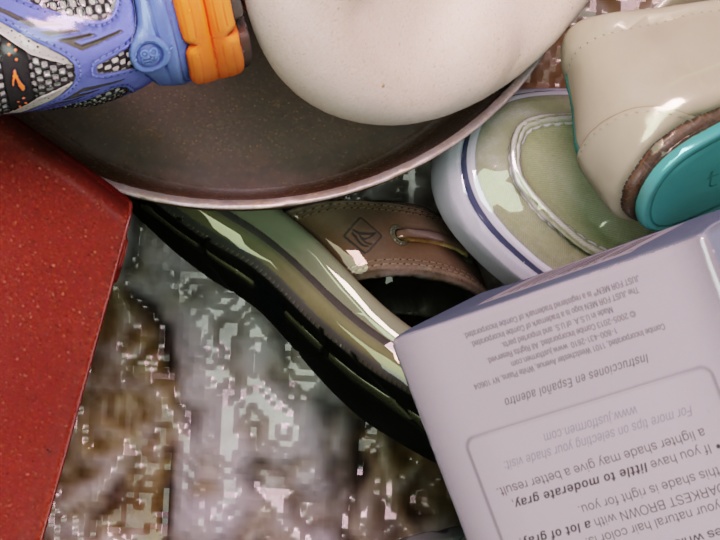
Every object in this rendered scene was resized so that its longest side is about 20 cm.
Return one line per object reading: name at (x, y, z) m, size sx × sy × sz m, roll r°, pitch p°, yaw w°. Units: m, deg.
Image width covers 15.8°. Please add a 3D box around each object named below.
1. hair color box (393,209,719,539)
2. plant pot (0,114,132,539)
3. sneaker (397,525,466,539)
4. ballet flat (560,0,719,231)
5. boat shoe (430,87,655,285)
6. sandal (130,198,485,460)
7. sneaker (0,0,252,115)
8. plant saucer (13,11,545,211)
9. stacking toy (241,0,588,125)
hair color box at (0.096, 0.091, 0.698) m, size 0.099 × 0.061 × 0.201 m, roll -20°, pitch 92°, yaw 31°
plant pot at (-0.169, 0.036, 0.724) m, size 0.176 × 0.200 × 0.200 m, roll 16°, pitch 71°, yaw -8°
sneaker at (0.042, 0.131, 0.767) m, size 0.199 × 0.076 × 0.115 m, roll 1°, pitch 79°, yaw -27°
ballet flat at (0.146, -0.070, 0.743) m, size 0.199 × 0.069 × 0.070 m, roll -16°, pitch 94°, yaw -21°
boat shoe at (0.120, -0.009, 0.774) m, size 0.199 × 0.062 × 0.072 m, roll 19°, pitch 70°, yaw -15°
sandal at (-0.001, -0.001, 0.790) m, size 0.201 × 0.080 × 0.057 m, roll 40°, pitch 77°, yaw -1°
sneaker at (-0.107, -0.106, 0.689) m, size 0.078 × 0.200 × 0.076 m, roll -24°, pitch 131°, yaw -20°
plant saucer at (-0.035, -0.097, 0.769) m, size 0.199 × 0.032 × 0.201 m, roll 0°, pitch 60°, yaw -1°
stacking toy at (-0.028, -0.141, 0.727) m, size 0.200 × 0.146 × 0.146 m, roll 33°, pitch 96°, yaw 38°
